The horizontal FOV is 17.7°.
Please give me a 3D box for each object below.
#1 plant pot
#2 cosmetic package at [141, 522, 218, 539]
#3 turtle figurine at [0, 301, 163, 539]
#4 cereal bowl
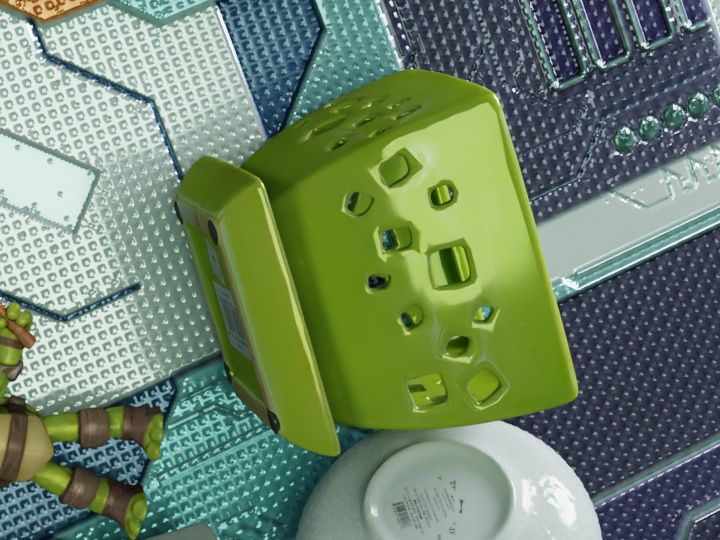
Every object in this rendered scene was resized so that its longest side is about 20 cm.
[{"bbox_3d":[0.000,0.000,1.408,0.181,0.200,0.199,-18,102,-12],"label":"plant pot"},{"bbox_3d":[-0.147,0.280,1.374,0.200,0.165,0.165,-14,119,-18],"label":"cosmetic package"},{"bbox_3d":[-0.209,0.117,1.406,0.161,0.064,0.200,13,82,-16],"label":"turtle figurine"},{"bbox_3d":[0.053,0.167,1.435,0.200,0.200,0.083,-27,143,-16],"label":"cereal bowl"}]
